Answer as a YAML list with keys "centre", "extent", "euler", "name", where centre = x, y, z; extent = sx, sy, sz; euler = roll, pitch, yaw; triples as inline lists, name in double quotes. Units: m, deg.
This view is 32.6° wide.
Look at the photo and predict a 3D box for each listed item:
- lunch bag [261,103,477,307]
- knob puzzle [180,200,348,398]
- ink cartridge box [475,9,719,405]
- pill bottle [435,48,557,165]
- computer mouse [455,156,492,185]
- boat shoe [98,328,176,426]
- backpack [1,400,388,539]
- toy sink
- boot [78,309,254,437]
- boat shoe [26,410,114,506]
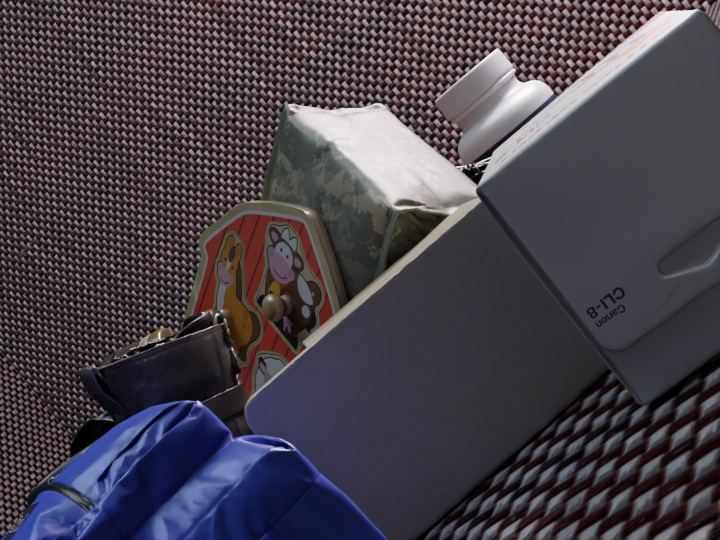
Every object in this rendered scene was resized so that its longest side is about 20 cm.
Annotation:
- centre: [0.000, 0.000, 0.930]
  extent: [0.117, 0.164, 0.202]
  euler: [-5, -56, -36]
  name: "lunch bag"
- centre: [-0.072, 0.037, 0.911]
  extent: [0.030, 0.221, 0.219]
  euler: [-12, -17, -40]
  name: "knob puzzle"
- centre: [0.165, -0.046, 0.687]
  extent: [0.145, 0.145, 0.200]
  euler: [-39, 4, 13]
  name: "ink cartridge box"
- centre: [0.165, -0.113, 1.205]
  extent: [0.111, 0.200, 0.111]
  euler: [-39, 2, 2]
  name: "pill bottle"
- centre: [0.119, -0.052, 0.934]
  extent: [0.137, 0.053, 0.200]
  euler: [-21, 31, -15]
  name: "computer mouse"
- centre: [-0.122, 0.143, 0.822]
  extent: [0.064, 0.202, 0.073]
  euler: [-19, -11, 17]
  name: "boat shoe"
- centre: [-0.110, 0.181, 0.611]
  extent: [0.200, 0.168, 0.162]
  euler: [-49, 3, -30]
  name: "backpack"
- centre: [0.038, 0.068, 0.780]
  extent: [0.200, 0.131, 0.112]
  euler: [-41, 3, -4]
  name: "toy sink"
- centre: [-0.071, 0.109, 0.776]
  extent: [0.069, 0.176, 0.199]
  euler: [-19, -4, 40]
  name: "boot"
- centre: [-0.186, 0.134, 0.946]
  extent: [0.075, 0.062, 0.200]
  euler: [-54, 0, 35]
  name: "boat shoe"
